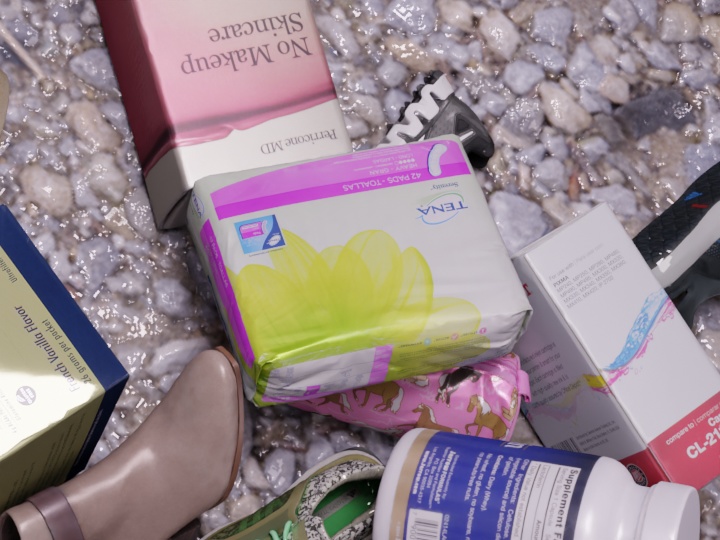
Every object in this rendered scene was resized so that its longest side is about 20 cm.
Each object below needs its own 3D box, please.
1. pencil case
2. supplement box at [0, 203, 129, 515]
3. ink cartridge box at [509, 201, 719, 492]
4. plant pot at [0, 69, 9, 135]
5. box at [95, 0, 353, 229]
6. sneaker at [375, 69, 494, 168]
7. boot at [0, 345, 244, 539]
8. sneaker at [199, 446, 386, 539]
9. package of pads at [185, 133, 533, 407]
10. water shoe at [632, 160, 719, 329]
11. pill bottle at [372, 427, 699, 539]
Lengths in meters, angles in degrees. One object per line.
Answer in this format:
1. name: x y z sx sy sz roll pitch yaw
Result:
1. pencil case: 0.016 0.071 1.424 0.199 0.086 0.083 18 83 -10
2. supplement box: -0.273 0.096 1.265 0.199 0.200 0.135 -34 80 -25
3. ink cartridge box: 0.170 0.069 1.437 0.083 0.146 0.201 -31 87 -21
4. plant pot: -0.339 -0.118 1.338 0.199 0.187 0.189 20 72 -25
5. box: -0.100 -0.147 1.434 0.127 0.109 0.201 -14 81 -19
6. sneaker: 0.029 -0.048 1.468 0.090 0.066 0.200 40 68 -1
7. boot: -0.160 0.144 1.314 0.145 0.201 0.070 -14 44 -36
8. sneaker: -0.051 0.184 1.378 0.200 0.089 0.077 -40 89 -20
9. package of pads: 0.000 0.000 1.357 0.198 0.068 0.155 -12 62 -18
10. water shoe: 0.275 -0.025 1.543 0.199 0.071 0.079 -35 115 -22
11. pill bottle: 0.117 0.174 1.345 0.198 0.116 0.117 8 72 19
